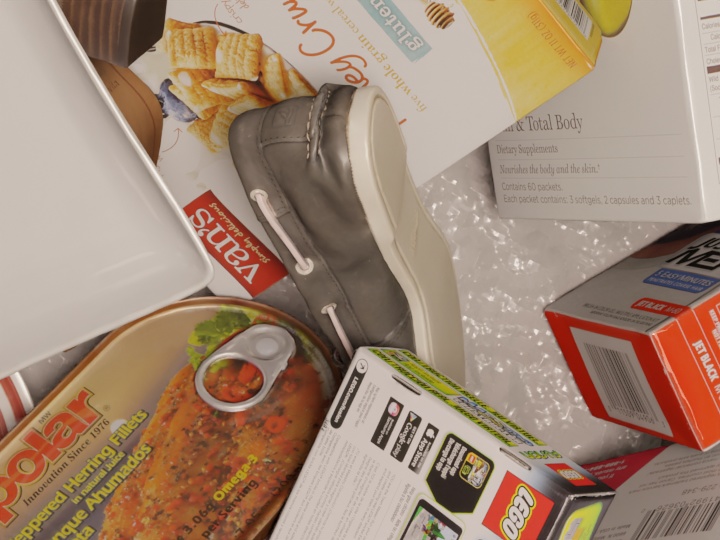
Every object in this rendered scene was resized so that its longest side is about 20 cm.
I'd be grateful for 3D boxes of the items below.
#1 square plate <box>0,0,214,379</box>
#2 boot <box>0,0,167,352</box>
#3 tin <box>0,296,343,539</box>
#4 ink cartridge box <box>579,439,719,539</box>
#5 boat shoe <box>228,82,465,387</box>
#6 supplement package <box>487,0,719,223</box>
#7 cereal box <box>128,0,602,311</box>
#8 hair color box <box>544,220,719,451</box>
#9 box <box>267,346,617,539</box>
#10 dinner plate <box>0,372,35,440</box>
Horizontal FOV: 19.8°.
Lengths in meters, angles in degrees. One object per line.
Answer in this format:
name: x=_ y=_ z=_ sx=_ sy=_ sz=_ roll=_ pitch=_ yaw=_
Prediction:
square plate: x=-0.175 y=-0.049 z=0.773 sx=0.198 sy=0.028 sz=0.200 roll=-24 pitch=100 yaw=25
boot: x=-0.153 y=-0.079 z=0.813 sx=0.146 sy=0.070 sz=0.200 roll=25 pitch=121 yaw=15
tin: x=-0.088 y=0.090 z=0.823 sx=0.112 sy=0.042 sz=0.200 roll=31 pitch=55 yaw=19
ink cartridge box: x=0.109 y=0.164 z=0.859 sx=0.086 sy=0.148 sz=0.200 roll=53 pitch=49 yaw=-17
boat shoe: x=0.000 y=0.000 z=0.823 sx=0.057 sy=0.200 sz=0.067 roll=-1 pitch=51 yaw=16
supplement package: x=0.143 y=-0.131 z=0.874 sx=0.151 sy=0.152 sz=0.200 roll=-13 pitch=98 yaw=-28
cereal box: x=-0.024 y=-0.087 z=0.830 sx=0.200 sy=0.040 sz=0.144 roll=-35 pitch=108 yaw=27
hair color box: x=0.196 y=-0.001 z=0.935 sx=0.200 sy=0.111 sz=0.064 roll=-29 pitch=103 yaw=-16
box: x=0.005 y=0.142 z=0.786 sx=0.035 sy=0.110 sz=0.200 roll=6 pitch=113 yaw=-55
dinner plate: x=-0.227 y=0.089 z=0.836 sx=0.200 sy=0.024 sz=0.200 roll=-1 pitch=93 yaw=-16
